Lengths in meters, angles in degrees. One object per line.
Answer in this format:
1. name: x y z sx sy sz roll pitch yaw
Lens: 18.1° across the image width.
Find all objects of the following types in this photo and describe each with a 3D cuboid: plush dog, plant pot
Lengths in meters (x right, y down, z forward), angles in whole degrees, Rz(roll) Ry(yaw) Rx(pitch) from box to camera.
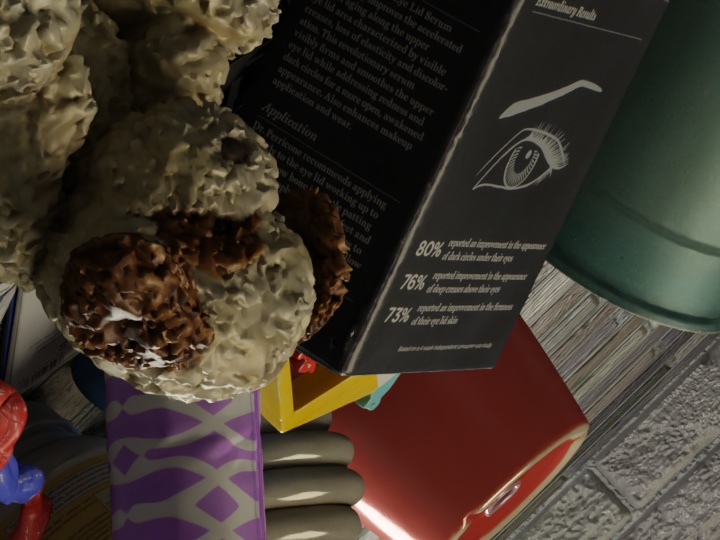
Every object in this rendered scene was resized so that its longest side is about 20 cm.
1. plush dog: -0.088 -0.025 0.784 0.161 0.172 0.200 -49 166 24
2. plant pot: 0.196 -0.102 1.352 0.200 0.200 0.197 -19 144 -58
3. plant pot: 0.038 0.084 1.447 0.200 0.177 0.201 -39 165 -13

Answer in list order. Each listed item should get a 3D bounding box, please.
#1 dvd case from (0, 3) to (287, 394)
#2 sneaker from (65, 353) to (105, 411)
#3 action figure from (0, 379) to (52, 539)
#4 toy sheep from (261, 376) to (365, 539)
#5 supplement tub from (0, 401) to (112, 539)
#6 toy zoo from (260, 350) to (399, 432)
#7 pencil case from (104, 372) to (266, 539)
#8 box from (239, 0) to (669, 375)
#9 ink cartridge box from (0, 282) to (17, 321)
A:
1. dvd case: -0.106 -0.029 1.035 0.150 0.025 0.200 -36 165 -27
2. sneaker: -0.095 0.058 1.214 0.066 0.078 0.200 -47 167 9
3. action figure: -0.177 0.095 0.941 0.099 0.065 0.200 -57 171 -22
4. toy sheep: -0.060 0.129 1.328 0.137 0.202 0.138 -12 171 -2
5. supplement tub: -0.134 0.176 1.151 0.145 0.200 0.146 -40 156 -22
6. toy zoo: 0.000 0.000 1.152 0.131 0.020 0.201 -31 139 -27
7. pencil case: -0.075 0.097 1.047 0.085 0.202 0.084 -5 165 4
8. box: 0.030 -0.063 1.007 0.148 0.104 0.201 3 115 -60
9. ink cartridge box: -0.216 0.064 0.971 0.099 0.039 0.200 -31 162 -43
